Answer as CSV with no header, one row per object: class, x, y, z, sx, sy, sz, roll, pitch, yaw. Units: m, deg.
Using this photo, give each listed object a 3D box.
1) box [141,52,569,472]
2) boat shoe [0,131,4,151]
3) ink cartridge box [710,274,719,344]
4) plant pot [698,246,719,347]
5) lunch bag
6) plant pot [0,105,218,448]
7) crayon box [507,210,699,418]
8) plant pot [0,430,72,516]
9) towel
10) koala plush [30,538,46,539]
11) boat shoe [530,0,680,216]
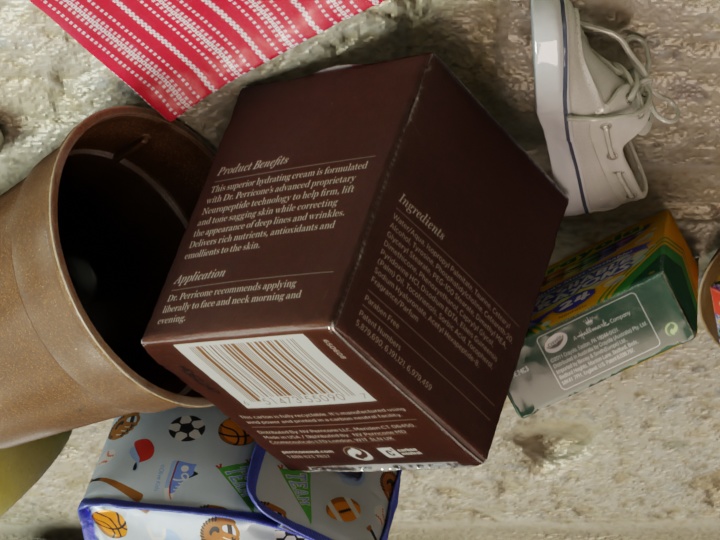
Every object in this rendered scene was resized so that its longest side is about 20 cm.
box,0.000,0.000,1.391,0.165,0.201,0.164,-6,143,42
boat shoe,-0.334,-0.074,1.447,0.200,0.061,0.072,4,140,-4
ink cartridge box,0.294,0.037,1.498,0.109,0.050,0.200,27,153,33
plant pot,0.335,0.005,1.562,0.199,0.028,0.200,0,140,0
lunch bag,-0.072,0.141,1.512,0.199,0.170,0.124,5,130,11
plant pot,-0.192,0.022,1.471,0.198,0.201,0.200,-24,134,36
crayon box,0.158,0.022,1.483,0.125,0.200,0.052,-27,98,15
plant pot,-0.324,0.106,1.586,0.199,0.200,0.142,-25,110,27
towel,-0.089,-0.173,1.360,0.199,0.023,0.145,-26,132,28
koala plush,-0.192,0.296,1.805,0.199,0.178,0.184,-7,129,14
boat shoe,0.156,-0.105,1.398,0.086,0.075,0.202,-6,142,10
